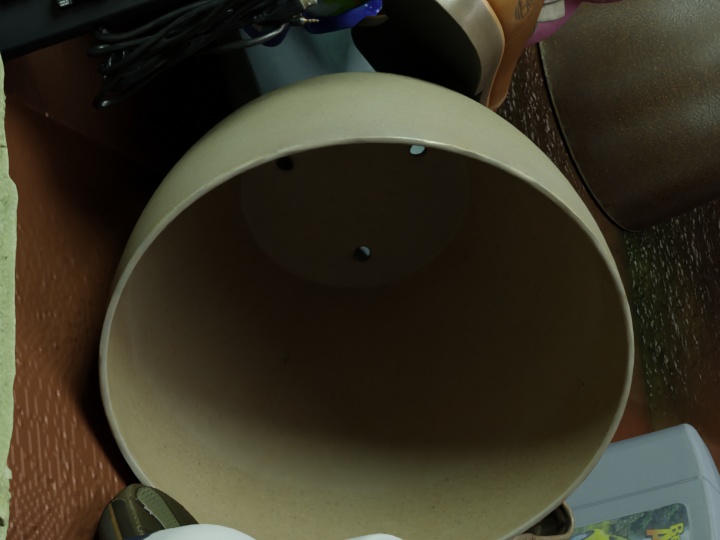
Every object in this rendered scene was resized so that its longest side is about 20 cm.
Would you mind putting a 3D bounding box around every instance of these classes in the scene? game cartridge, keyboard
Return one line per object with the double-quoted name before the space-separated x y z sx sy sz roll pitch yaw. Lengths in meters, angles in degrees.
"game cartridge" 0.112 0.165 1.236 0.041 0.133 0.200 53 32 -41
"keyboard" -0.060 -0.122 0.952 0.040 0.200 0.104 -51 121 -67

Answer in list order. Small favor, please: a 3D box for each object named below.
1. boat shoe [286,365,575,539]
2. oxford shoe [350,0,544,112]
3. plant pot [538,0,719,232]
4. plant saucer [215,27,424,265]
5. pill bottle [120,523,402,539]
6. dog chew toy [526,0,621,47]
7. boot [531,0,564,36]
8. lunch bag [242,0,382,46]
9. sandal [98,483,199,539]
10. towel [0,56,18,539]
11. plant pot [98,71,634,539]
"boat shoe" 0.032 0.082 1.186 0.200 0.072 0.072 35 45 -54
"oxford shoe" 0.045 -0.101 1.088 0.071 0.071 0.200 43 -11 -1
"plant pot" 0.232 -0.138 1.584 0.187 0.200 0.187 42 40 -49
"plant saucer" -0.016 -0.077 1.197 0.201 0.039 0.201 47 30 -37
"pill bottle" -0.072 0.136 0.780 0.111 0.200 0.111 42 40 -50
"dog chew toy" 0.107 -0.185 1.344 0.125 0.200 0.125 42 40 -49
"boot" 0.033 -0.165 1.240 0.200 0.070 0.147 166 -90 -72
"lunch bag" -0.042 -0.185 1.064 0.170 0.127 0.200 49 16 4
"sandal" -0.064 0.174 0.964 0.082 0.054 0.200 29 36 -65
"towel" -0.165 -0.013 0.867 0.148 0.036 0.201 31 50 -56
"plant pot" 0.000 0.000 1.045 0.201 0.200 0.135 59 15 -31
